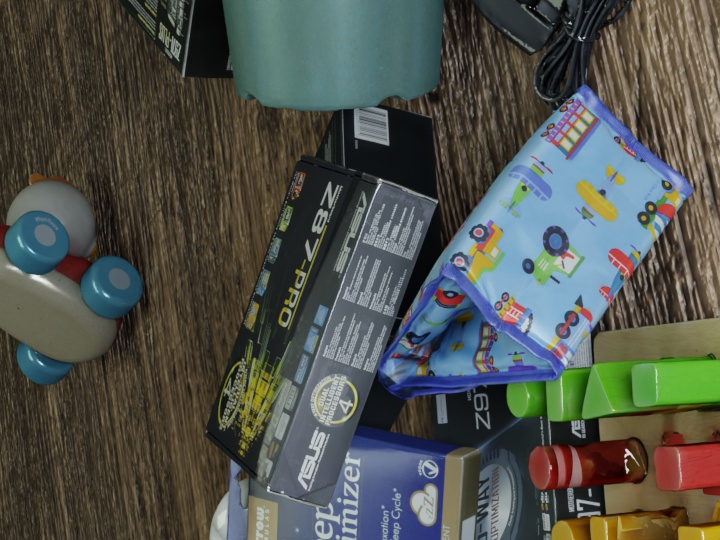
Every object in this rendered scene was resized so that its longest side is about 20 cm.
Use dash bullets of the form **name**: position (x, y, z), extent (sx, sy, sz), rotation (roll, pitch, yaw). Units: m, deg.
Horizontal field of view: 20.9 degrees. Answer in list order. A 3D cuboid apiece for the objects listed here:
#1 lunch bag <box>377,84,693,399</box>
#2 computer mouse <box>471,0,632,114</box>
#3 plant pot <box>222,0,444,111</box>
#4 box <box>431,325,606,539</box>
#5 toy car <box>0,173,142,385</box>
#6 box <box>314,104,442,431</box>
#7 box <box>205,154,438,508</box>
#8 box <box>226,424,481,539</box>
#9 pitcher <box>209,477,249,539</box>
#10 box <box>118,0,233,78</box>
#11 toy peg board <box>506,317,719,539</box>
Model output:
- **lunch bag**: position (0.084, -0.001, 1.179), extent (0.094, 0.151, 0.200), rotation (42, 156, -7)
- **computer mouse**: position (0.100, -0.203, 1.251), extent (0.201, 0.052, 0.139), rotation (-119, 36, -43)
- **plant pot**: position (-0.021, -0.223, 1.363), extent (0.200, 0.198, 0.198), rotation (-149, 53, -60)
- **box**: position (0.103, 0.124, 1.275), extent (0.160, 0.043, 0.202), rotation (169, 99, -65)
- **toy car**: position (-0.317, -0.020, 2.068), extent (0.184, 0.176, 0.201), rotation (-41, 25, 43)
- **box**: position (0.000, 0.000, 1.389), extent (0.142, 0.078, 0.201), rotation (120, 156, -44)
- **box**: position (-0.029, 0.034, 1.239), extent (0.161, 0.049, 0.202), rotation (25, 95, 68)
- **box**: position (-0.015, 0.163, 1.320), extent (0.198, 0.032, 0.123), rotation (10, 103, 31)
- **pitcher**: position (-0.063, 0.224, 1.488), extent (0.121, 0.171, 0.202), rotation (35, 124, 32)
- **box**: position (-0.137, -0.279, 1.701), extent (0.200, 0.085, 0.165), rotation (-132, 47, -54)
- **toy peg board**: position (0.164, 0.130, 1.088), extent (0.200, 0.097, 0.202), rotation (168, 100, -64)
